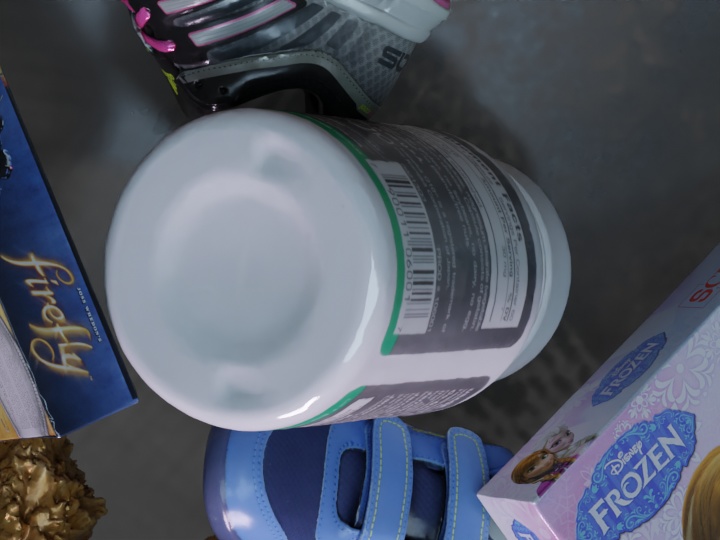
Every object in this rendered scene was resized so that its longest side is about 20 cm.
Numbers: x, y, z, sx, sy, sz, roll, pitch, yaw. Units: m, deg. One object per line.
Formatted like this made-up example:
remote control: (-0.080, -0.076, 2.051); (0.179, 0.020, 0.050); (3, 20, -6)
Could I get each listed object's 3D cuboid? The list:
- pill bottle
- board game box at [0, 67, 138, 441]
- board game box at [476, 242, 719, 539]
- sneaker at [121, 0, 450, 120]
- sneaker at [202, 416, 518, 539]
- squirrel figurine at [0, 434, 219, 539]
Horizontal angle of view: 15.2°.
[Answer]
pill bottle: (0.000, 0.000, 1.007); (0.113, 0.200, 0.114); (0, 89, 25)
board game box: (-0.150, -0.035, 0.992); (0.035, 0.135, 0.201); (-23, 94, -20)
board game box: (0.171, 0.101, 1.104); (0.200, 0.041, 0.200); (-45, 112, -24)
sneaker: (-0.068, -0.105, 1.036); (0.199, 0.074, 0.088); (19, 101, -18)
sneaker: (0.020, 0.092, 1.074); (0.200, 0.082, 0.074); (20, 73, -46)
squirrel figurine: (-0.134, 0.146, 1.071); (0.187, 0.141, 0.200); (-33, 83, 39)
